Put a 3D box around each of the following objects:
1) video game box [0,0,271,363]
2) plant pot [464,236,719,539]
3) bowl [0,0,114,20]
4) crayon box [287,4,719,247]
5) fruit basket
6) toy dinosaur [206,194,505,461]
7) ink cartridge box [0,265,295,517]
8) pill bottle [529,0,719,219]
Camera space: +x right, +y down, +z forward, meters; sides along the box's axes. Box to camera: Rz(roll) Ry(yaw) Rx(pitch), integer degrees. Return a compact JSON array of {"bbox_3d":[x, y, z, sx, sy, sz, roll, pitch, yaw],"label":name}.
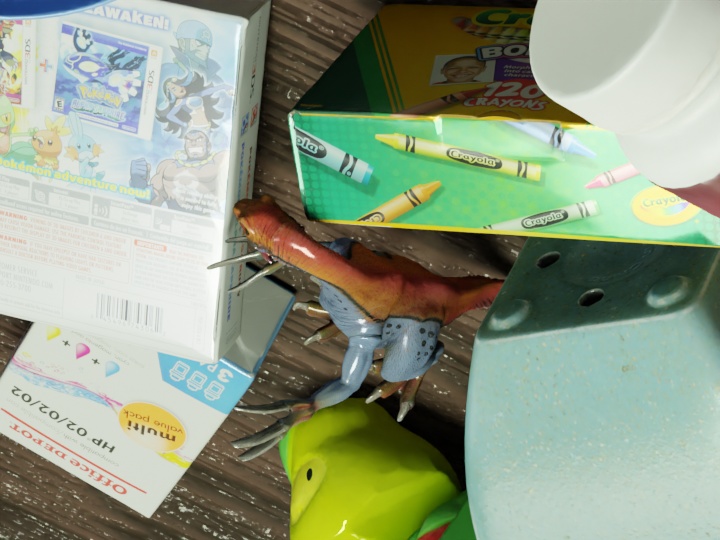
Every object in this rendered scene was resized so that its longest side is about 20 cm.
[{"bbox_3d":[-0.149,-0.064,1.381,0.199,0.047,0.183,13,117,14],"label":"video game box"},{"bbox_3d":[0.157,0.065,1.313,0.195,0.196,0.201,-9,122,33],"label":"plant pot"},{"bbox_3d":[-0.163,-0.186,1.206,0.199,0.040,0.201,1,146,1],"label":"bowl"},{"bbox_3d":[0.083,-0.067,1.246,0.199,0.119,0.059,4,120,22],"label":"crayon box"},{"bbox_3d":[0.021,0.160,1.478,0.215,0.156,0.217,18,131,22],"label":"fruit basket"},{"bbox_3d":[0.000,0.000,1.326,0.105,0.199,0.182,56,166,16],"label":"toy dinosaur"},{"bbox_3d":[-0.131,0.058,1.531,0.115,0.068,0.200,31,139,-5],"label":"ink cartridge box"},{"bbox_3d":[0.171,-0.068,1.097,0.199,0.115,0.114,27,142,-28],"label":"pill bottle"}]
